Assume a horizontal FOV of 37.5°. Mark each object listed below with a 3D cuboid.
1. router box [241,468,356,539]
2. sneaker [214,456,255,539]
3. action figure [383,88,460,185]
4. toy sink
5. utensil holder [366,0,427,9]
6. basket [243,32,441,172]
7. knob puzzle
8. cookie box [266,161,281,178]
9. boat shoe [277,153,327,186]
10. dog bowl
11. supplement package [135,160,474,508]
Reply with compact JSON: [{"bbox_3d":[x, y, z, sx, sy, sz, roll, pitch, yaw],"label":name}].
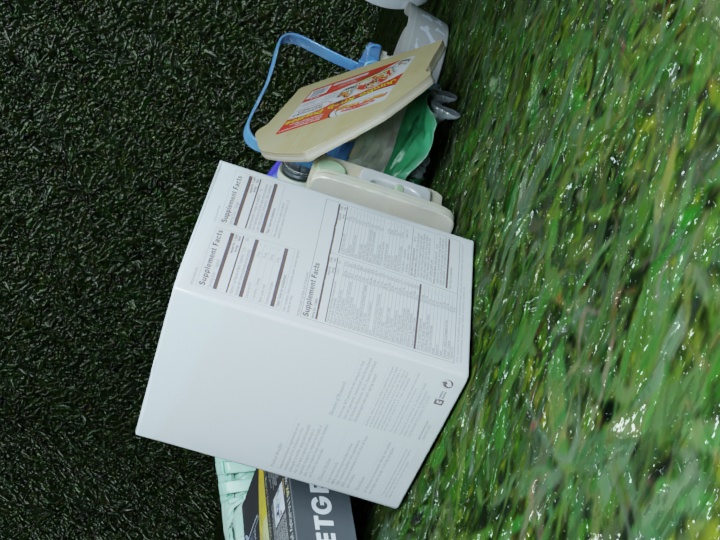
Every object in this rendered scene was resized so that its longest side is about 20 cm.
[{"bbox_3d":[-0.052,0.235,0.878,0.200,0.052,0.158,-102,25,-45],"label":"router box"},{"bbox_3d":[-0.117,0.243,1.152,0.118,0.073,0.201,-131,34,-75],"label":"sneaker"},{"bbox_3d":[0.045,-0.092,1.100,0.118,0.055,0.200,-86,17,-56],"label":"action figure"},{"bbox_3d":[-0.001,-0.026,0.983,0.112,0.130,0.200,-79,8,-49],"label":"toy sink"},{"bbox_3d":[0.066,-0.512,1.564,0.200,0.169,0.170,111,174,-56],"label":"utensil holder"},{"bbox_3d":[-0.020,-0.172,1.197,0.139,0.200,0.177,-51,18,53],"label":"basket"},{"bbox_3d":[-0.015,-0.148,1.026,0.220,0.219,0.031,-85,-29,-63],"label":"knob puzzle"},{"bbox_3d":[-0.115,-0.030,1.339,0.200,0.075,0.171,-48,27,29],"label":"cookie box"},{"bbox_3d":[-0.041,-0.174,1.317,0.199,0.074,0.066,-46,-21,-47],"label":"boat shoe"},{"bbox_3d":[0.059,-0.241,1.367,0.200,0.058,0.201,-163,90,-84],"label":"dog bowl"},{"bbox_3d":[-0.037,0.046,0.772,0.151,0.199,0.152,-81,10,-50],"label":"supplement package"}]
